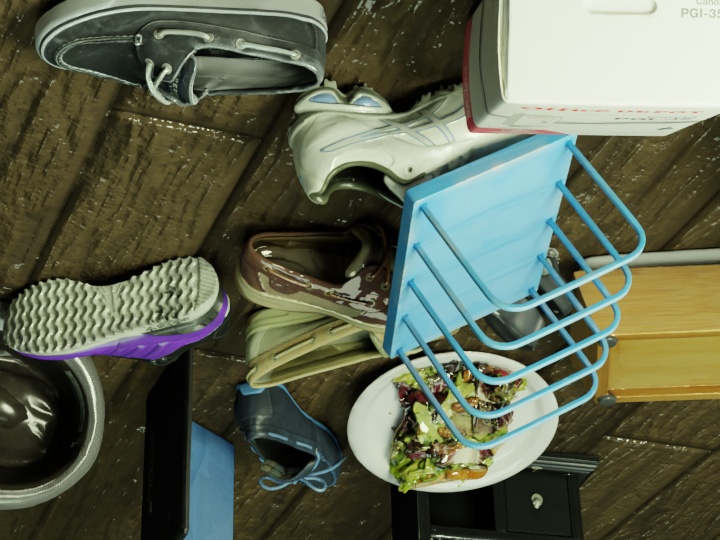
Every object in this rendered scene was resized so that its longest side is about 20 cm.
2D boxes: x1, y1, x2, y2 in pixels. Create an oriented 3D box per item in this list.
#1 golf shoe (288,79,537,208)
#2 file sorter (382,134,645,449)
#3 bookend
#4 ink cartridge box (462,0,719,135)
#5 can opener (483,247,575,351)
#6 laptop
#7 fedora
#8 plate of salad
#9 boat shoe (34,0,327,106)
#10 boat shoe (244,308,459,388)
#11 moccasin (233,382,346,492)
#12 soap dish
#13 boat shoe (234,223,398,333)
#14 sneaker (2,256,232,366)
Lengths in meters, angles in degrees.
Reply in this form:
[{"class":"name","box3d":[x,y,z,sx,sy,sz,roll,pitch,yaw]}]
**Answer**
[{"class":"golf shoe","box3d":[0.048,-0.082,1.378,0.199,0.097,0.078,-2,148,-1]},{"class":"file sorter","box3d":[0.112,0.019,1.397,0.139,0.123,0.200,-23,150,-20]},{"class":"bookend","box3d":[0.137,0.284,1.901,0.198,0.200,0.092,8,149,-13]},{"class":"ink cartridge box","box3d":[0.147,-0.135,1.223,0.146,0.083,0.200,1,179,-2]},{"class":"can opener","box3d":[0.113,-0.014,1.531,0.063,0.079,0.200,-9,141,29]},{"class":"laptop","box3d":[-0.139,0.197,1.754,0.116,0.188,0.200,10,148,-20]},{"class":"fedora","box3d":[-0.325,0.116,1.676,0.200,0.177,0.090,21,175,-20]},{"class":"plate of salad","box3d":[0.087,0.151,1.789,0.199,0.048,0.200,-2,134,-2]},{"class":"boat shoe","box3d":[-0.122,-0.144,1.291,0.199,0.068,0.072,0,149,-2]},{"class":"boat shoe","box3d":[-0.003,0.059,1.647,0.200,0.063,0.073,-7,149,10]},{"class":"moccasin","box3d":[-0.077,0.174,1.835,0.080,0.068,0.200,-14,148,20]},{"class":"soap dish","box3d":[0.280,0.050,1.625,0.199,0.081,0.157,-2,150,4]},{"class":"boat shoe","box3d":[0.000,0.000,1.544,0.199,0.072,0.072,10,150,-6]},{"class":"sneaker","box3d":[-0.200,0.051,1.620,0.200,0.070,0.100,-9,151,14]}]
